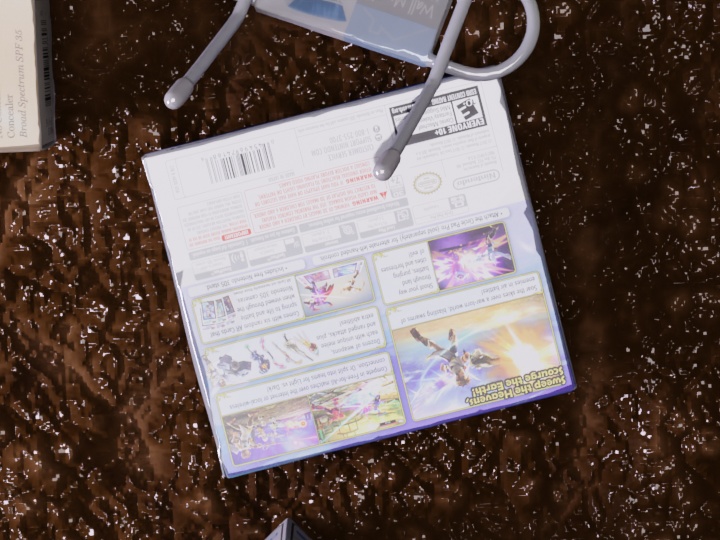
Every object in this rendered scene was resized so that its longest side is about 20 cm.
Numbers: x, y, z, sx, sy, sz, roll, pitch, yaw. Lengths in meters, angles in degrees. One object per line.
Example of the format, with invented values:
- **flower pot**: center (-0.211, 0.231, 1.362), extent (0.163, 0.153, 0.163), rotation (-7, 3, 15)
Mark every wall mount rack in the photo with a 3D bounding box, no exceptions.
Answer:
- **wall mount rack**: center (-0.011, -0.136, 1.460), extent (0.199, 0.075, 0.174), rotation (19, 78, 9)

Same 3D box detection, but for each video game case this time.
- **video game case**: center (0.000, 0.000, 1.512), extent (0.199, 0.045, 0.182), rotation (-14, 94, 1)

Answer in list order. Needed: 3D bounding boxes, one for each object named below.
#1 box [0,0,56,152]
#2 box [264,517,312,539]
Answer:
- **box**: center (-0.266, -0.106, 1.485), extent (0.199, 0.078, 0.095), rotation (-4, 96, 0)
- **box**: center (-0.058, 0.205, 1.455), extent (0.117, 0.200, 0.060), rotation (-44, 94, 5)
